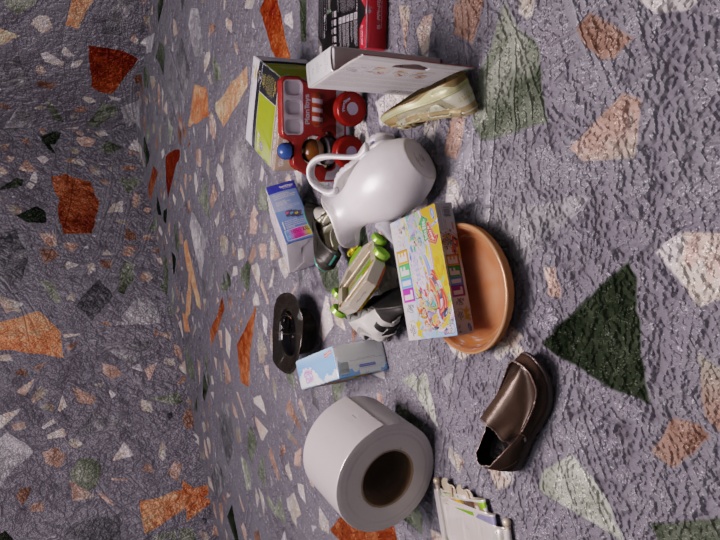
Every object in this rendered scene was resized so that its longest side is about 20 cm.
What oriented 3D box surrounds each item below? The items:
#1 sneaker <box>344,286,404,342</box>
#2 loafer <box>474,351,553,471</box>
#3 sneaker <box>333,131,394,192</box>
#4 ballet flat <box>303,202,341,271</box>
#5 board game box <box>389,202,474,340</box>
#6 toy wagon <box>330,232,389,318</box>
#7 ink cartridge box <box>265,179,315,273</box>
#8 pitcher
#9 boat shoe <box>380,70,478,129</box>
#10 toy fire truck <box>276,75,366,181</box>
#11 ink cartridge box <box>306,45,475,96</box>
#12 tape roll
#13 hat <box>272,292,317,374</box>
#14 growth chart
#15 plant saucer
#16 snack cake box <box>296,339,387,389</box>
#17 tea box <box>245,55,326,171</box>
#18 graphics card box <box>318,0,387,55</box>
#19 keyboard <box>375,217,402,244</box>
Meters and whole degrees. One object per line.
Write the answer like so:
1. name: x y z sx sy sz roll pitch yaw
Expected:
1. sneaker: 0.051 0.089 1.107 0.089 0.074 0.200 58 148 -8
2. loafer: 0.211 0.209 0.829 0.073 0.071 0.200 39 128 52
3. sneaker: 0.008 -0.170 1.114 0.200 0.075 0.082 -51 50 51
4. ballet flat: -0.074 -0.089 1.287 0.068 0.068 0.200 -45 46 33
5. board game box: 0.109 0.007 0.935 0.134 0.034 0.200 -21 77 61
6. toy wagon: 0.000 0.000 1.146 0.155 0.040 0.200 -54 15 20
7. ink cartridge box: -0.169 -0.117 1.407 0.137 0.076 0.200 95 154 -60
8. pitcher: 0.012 -0.155 1.001 0.200 0.121 0.172 -32 98 34
9. boat shoe: 0.105 -0.255 0.940 0.201 0.073 0.063 -7 120 56
10. toy fire truck: -0.088 -0.278 1.172 0.112 0.168 0.200 27 118 57
11. ink cartridge box: 0.042 -0.311 0.898 0.173 0.200 0.044 -1 94 61
12. tape roll: 0.014 0.348 1.078 0.139 0.202 0.203 21 114 58
13. hat: -0.156 0.155 1.473 0.200 0.081 0.201 -7 82 57
14. growth chart: 0.185 0.430 0.974 0.200 0.018 0.145 2 97 61
15. plant saucer: 0.168 0.026 0.907 0.200 0.037 0.201 16 109 59
16. snack cake box: -0.044 0.199 1.239 0.200 0.115 0.067 -32 68 59
17. tea box: -0.157 -0.351 1.317 0.197 0.133 0.200 51 138 46
18. graphics card box: -0.019 -0.476 1.130 0.200 0.051 0.126 20 113 57
19. keyboard: 0.081 -0.060 1.076 0.200 0.011 0.056 48 130 46
